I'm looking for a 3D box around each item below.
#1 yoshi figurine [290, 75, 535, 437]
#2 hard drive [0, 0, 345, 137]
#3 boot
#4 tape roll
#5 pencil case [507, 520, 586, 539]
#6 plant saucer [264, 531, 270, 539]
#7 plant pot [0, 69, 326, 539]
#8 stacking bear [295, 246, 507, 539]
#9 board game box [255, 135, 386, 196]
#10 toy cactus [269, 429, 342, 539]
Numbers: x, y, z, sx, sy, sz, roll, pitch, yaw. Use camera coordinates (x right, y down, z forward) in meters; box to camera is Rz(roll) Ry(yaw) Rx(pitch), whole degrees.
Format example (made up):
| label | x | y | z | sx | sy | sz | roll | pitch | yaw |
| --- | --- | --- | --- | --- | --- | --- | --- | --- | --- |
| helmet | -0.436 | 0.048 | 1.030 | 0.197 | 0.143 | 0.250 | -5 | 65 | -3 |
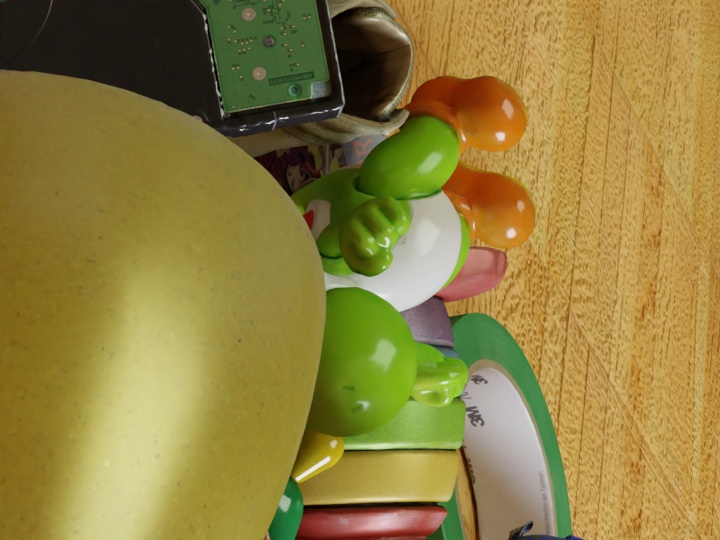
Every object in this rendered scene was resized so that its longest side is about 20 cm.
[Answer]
| label | x | y | z | sx | sy | sz | roll | pitch | yaw |
| --- | --- | --- | --- | --- | --- | --- | --- | --- | --- |
| yoshi figurine | 0.013 | 0.007 | 1.167 | 0.112 | 0.112 | 0.200 | 46 | 55 | -3 |
| hard drive | -0.114 | -0.108 | 1.022 | 0.038 | 0.199 | 0.140 | 131 | -52 | -86 |
| boot | -0.045 | -0.078 | 1.217 | 0.200 | 0.154 | 0.072 | -14 | 92 | -67 |
| tape roll | 0.058 | 0.125 | 1.503 | 0.200 | 0.048 | 0.201 | 41 | 43 | -55 |
| pencil case | 0.091 | 0.218 | 1.380 | 0.087 | 0.078 | 0.200 | 100 | 5 | -46 |
| plant saucer | -0.085 | 0.168 | 1.006 | 0.037 | 0.199 | 0.201 | -17 | 96 | -35 |
| plant pot | -0.107 | 0.062 | 0.825 | 0.142 | 0.199 | 0.200 | -93 | 158 | -43 |
| stacking bear | 0.002 | 0.090 | 1.307 | 0.121 | 0.113 | 0.201 | 9 | 78 | -58 |
| board game box | -0.036 | -0.113 | 1.320 | 0.120 | 0.032 | 0.201 | 169 | -92 | -68 |
| toy cactus | -0.043 | 0.137 | 1.205 | 0.165 | 0.102 | 0.200 | 69 | 14 | -46 |
